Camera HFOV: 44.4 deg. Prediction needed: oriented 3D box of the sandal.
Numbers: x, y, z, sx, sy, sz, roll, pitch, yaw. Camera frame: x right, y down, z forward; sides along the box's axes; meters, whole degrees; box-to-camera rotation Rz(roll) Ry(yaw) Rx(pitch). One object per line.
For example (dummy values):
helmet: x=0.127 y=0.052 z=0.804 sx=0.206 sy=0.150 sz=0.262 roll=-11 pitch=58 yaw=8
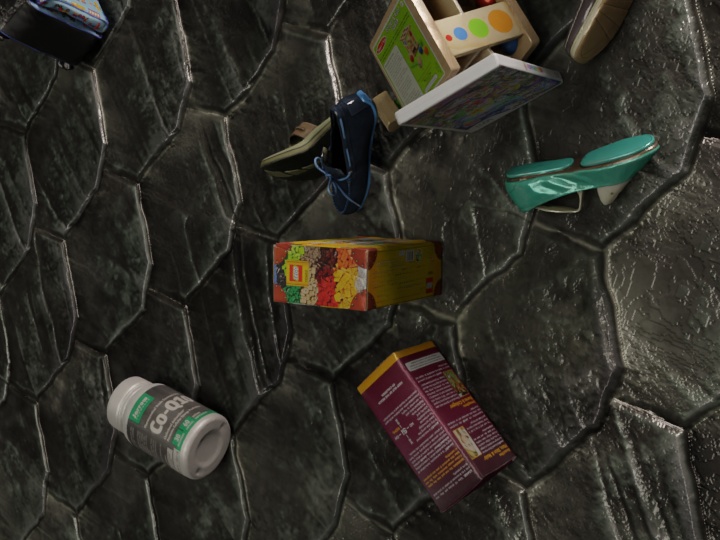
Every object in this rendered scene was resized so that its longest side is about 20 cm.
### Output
sandal: x=-0.062 y=-0.191 z=1.293 sx=0.200 sy=0.079 sz=0.058 roll=-29 pitch=57 yaw=28

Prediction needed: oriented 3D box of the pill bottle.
pill bottle: x=-0.324 y=0.258 z=1.480 sx=0.198 sy=0.113 sz=0.115 roll=20 pitch=105 yaw=30

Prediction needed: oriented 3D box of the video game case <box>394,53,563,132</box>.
video game case: x=0.147 y=-0.209 z=1.066 sx=0.142 sy=0.199 sz=0.018 roll=-26 pitch=81 yaw=32

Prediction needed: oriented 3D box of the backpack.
backpack: x=-0.550 y=-0.477 z=1.529 sx=0.134 sy=0.182 sz=0.202 roll=-36 pitch=63 yaw=22

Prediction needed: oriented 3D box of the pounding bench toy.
pounding bench toy: x=0.109 y=-0.269 z=1.130 sx=0.125 sy=0.154 sz=0.200 roll=62 pitch=153 yaw=12

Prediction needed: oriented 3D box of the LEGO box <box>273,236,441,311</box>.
LEGO box: x=0.000 y=0.000 z=1.186 sx=0.147 sy=0.199 sz=0.078 roll=4 pitch=97 yaw=33

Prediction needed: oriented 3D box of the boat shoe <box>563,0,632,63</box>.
boat shoe: x=0.290 y=-0.346 z=1.040 sx=0.065 sy=0.072 sz=0.202 roll=35 pitch=109 yaw=31

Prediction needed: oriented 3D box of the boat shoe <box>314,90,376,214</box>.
boat shoe: x=-0.029 y=-0.160 z=1.227 sx=0.084 sy=0.068 sz=0.202 roll=46 pitch=146 yaw=38

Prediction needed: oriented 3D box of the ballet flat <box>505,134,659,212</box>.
ballet flat: x=0.275 y=-0.111 z=1.082 sx=0.198 sy=0.067 sz=0.071 roll=-11 pitch=113 yaw=34

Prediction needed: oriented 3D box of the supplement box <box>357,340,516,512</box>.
supplement box: x=0.102 y=0.206 z=1.191 sx=0.086 sy=0.110 sz=0.201 roll=-45 pitch=70 yaw=29
